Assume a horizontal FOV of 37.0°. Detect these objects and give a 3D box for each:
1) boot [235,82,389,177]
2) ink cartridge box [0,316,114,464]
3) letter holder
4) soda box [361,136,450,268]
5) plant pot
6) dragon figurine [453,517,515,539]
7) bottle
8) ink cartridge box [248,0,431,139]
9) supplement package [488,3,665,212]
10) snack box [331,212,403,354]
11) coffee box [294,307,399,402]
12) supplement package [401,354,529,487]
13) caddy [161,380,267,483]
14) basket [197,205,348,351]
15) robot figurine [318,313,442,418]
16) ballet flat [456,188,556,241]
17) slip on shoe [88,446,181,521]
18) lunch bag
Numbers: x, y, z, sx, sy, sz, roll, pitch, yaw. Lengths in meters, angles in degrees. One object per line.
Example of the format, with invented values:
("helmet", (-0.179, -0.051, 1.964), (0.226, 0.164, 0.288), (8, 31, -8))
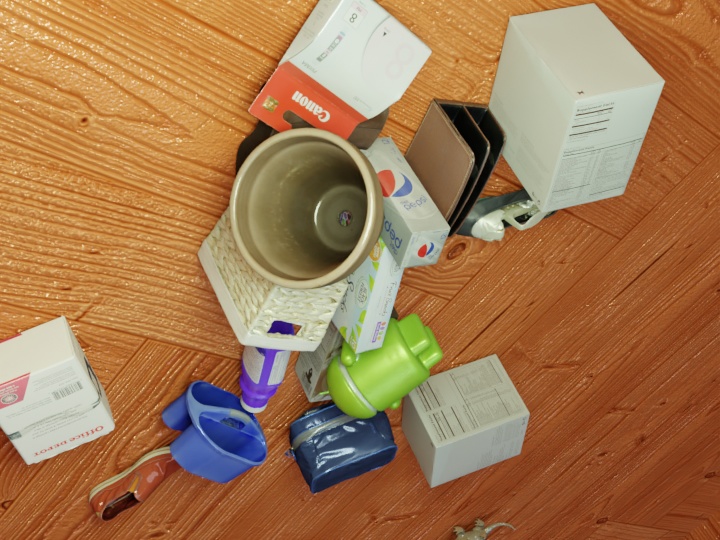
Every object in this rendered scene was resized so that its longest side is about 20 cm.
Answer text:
("boot", (-0.061, -0.172, 1.465), (0.198, 0.065, 0.188), (-4, 135, -35))
("ink cartridge box", (-0.465, 0.181, 1.590), (0.143, 0.085, 0.201), (-21, 141, -9))
("letter holder", (0.133, -0.124, 1.570), (0.099, 0.143, 0.201), (0, 134, -32))
("soda box", (0.048, -0.098, 1.498), (0.063, 0.201, 0.069), (-7, 138, -27))
("plant pot", (-0.048, -0.072, 1.403), (0.199, 0.201, 0.174), (-38, 166, 13))
("dragon figurine", (0.276, 0.661, 2.631), (0.197, 0.059, 0.100), (-18, 142, -12))
("bottle", (-0.157, 0.152, 1.752), (0.064, 0.084, 0.202), (-7, 137, -26))
("ink cartridge box", (-0.023, -0.243, 1.365), (0.162, 0.057, 0.201), (28, 97, -42))
("supplement package", (0.292, -0.229, 1.509), (0.145, 0.193, 0.202), (-13, 141, -19))
("snack box", (0.000, 0.000, 1.588), (0.052, 0.143, 0.202), (-11, 133, -30))
("coffee box", (-0.026, 0.122, 1.804), (0.113, 0.080, 0.202), (-5, 137, -28))
("supplement package", (0.199, 0.290, 2.080), (0.197, 0.152, 0.153), (-17, 142, -15))
("caddy", (-0.235, 0.264, 1.788), (0.104, 0.143, 0.199), (-35, 143, 17))
("basket", (-0.123, -0.001, 1.510), (0.134, 0.201, 0.124), (8, 125, -39))
("robot figurine", (0.031, 0.156, 1.716), (0.199, 0.116, 0.175), (-36, 136, 9))
("ballet flat", (0.233, -0.088, 1.737), (0.197, 0.074, 0.074), (-18, 142, -13))
("slip on shoe", (-0.383, 0.375, 1.886), (0.198, 0.062, 0.074), (-31, 141, 1))
("lunch bag", (-0.043, 0.309, 1.970), (0.197, 0.134, 0.136), (-18, 158, -15))
